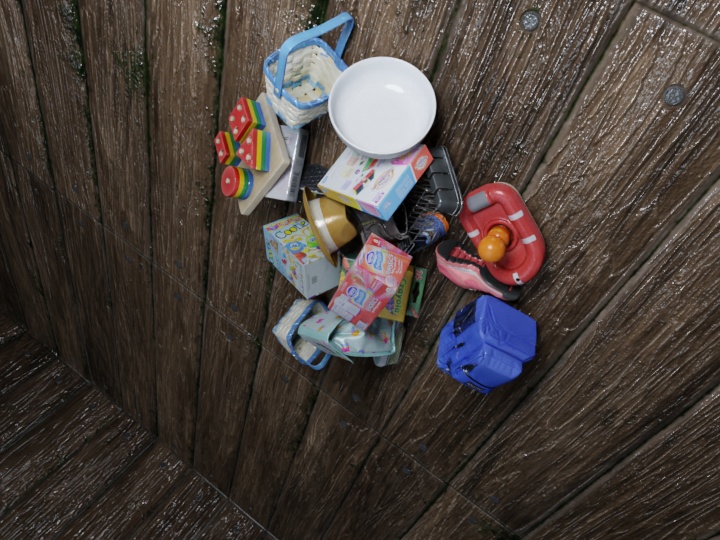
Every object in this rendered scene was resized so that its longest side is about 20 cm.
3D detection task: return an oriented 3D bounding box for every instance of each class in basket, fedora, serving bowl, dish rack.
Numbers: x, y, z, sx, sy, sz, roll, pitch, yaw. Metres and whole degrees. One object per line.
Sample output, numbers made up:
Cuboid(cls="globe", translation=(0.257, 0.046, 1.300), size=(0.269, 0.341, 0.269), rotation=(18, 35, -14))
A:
Cuboid(cls="basket", translation=(-0.125, 0.167, 1.504), size=(0.198, 0.177, 0.140), rotation=(15, 146, 46))
Cuboid(cls="basket", translation=(-0.100, -0.380, 1.052), size=(0.140, 0.176, 0.200), rotation=(49, 147, 5))
Cuboid(cls="fedora", translation=(-0.058, -0.106, 1.198), size=(0.081, 0.201, 0.203), rotation=(-22, 111, 6))
Cuboid(cls="serving bowl", translation=(0.039, -0.292, 1.029), size=(0.199, 0.201, 0.066), rotation=(35, 167, 10))
Cuboid(cls="dish rack", translation=(0.121, -0.134, 1.108), size=(0.201, 0.054, 0.156), rotation=(125, 142, -52))

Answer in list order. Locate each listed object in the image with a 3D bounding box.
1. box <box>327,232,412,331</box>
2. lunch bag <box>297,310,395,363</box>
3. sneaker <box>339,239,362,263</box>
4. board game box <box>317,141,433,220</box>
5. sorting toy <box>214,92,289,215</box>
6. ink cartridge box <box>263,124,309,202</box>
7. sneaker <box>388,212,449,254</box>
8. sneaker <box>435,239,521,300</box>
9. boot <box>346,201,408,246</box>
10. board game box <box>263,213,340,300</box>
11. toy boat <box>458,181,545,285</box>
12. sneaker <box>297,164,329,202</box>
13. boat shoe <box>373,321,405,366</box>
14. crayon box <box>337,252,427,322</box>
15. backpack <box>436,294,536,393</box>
Cuboid(cls="box", translation=(0.016, 0.028, 1.157), size=(0.102, 0.095, 0.201), rotation=(30, 145, -1))
Cuboid(cls="lunch bag", translation=(-0.035, 0.151, 1.350), size=(0.169, 0.197, 0.125), rotation=(7, 99, 59))
Cuboid(cls="sneaker", translation=(0.000, 0.000, 1.360), size=(0.200, 0.067, 0.090), rotation=(46, 154, -9))
Cuboid(cls="board game box", translation=(0.024, -0.191, 1.081), size=(0.199, 0.154, 0.040), rotation=(28, 167, 47))
Cuboid(cls="sorting toy", translation=(-0.260, -0.266, 1.257), size=(0.200, 0.069, 0.202), rotation=(-40, 59, 39))
Cuboid(cls="ink cartridge box", translation=(-0.219, -0.254, 1.284), size=(0.197, 0.057, 0.166), rotation=(14, 95, 26))
Cuboid(cls="sneaker", translation=(0.098, -0.068, 1.212), size=(0.199, 0.078, 0.076), rotation=(-27, 103, 46))
Cuboid(cls="sneaker", translation=(0.248, 0.009, 1.176), size=(0.198, 0.074, 0.087), rotation=(31, 150, 20))
Cuboid(cls="boot", translation=(0.038, -0.137, 1.148), size=(0.203, 0.068, 0.174), rotation=(69, 158, 10))
Cuboid(cls="board game box", translation=(-0.143, -0.039, 1.356), size=(0.200, 0.102, 0.106), rotation=(40, 143, 39))
Cuboid(cls="toy boat", translation=(0.262, -0.057, 1.051), size=(0.130, 0.131, 0.202), rotation=(-24, 105, 42))
Cuboid(cls="sneaker", translation=(-0.132, -0.203, 1.316), size=(0.197, 0.072, 0.083), rotation=(14, 153, 31))
Cuboid(cls="boat shoe", translation=(0.082, 0.156, 1.410), size=(0.072, 0.061, 0.203), rotation=(-123, 40, -50))
Cuboid(cls="crayon box", translation=(0.048, 0.041, 1.283), size=(0.196, 0.051, 0.129), rotation=(11, 109, 5))
Cuboid(cls="backpack", translation=(0.253, 0.172, 1.195), size=(0.161, 0.169, 0.200), rotation=(31, 143, -11))
